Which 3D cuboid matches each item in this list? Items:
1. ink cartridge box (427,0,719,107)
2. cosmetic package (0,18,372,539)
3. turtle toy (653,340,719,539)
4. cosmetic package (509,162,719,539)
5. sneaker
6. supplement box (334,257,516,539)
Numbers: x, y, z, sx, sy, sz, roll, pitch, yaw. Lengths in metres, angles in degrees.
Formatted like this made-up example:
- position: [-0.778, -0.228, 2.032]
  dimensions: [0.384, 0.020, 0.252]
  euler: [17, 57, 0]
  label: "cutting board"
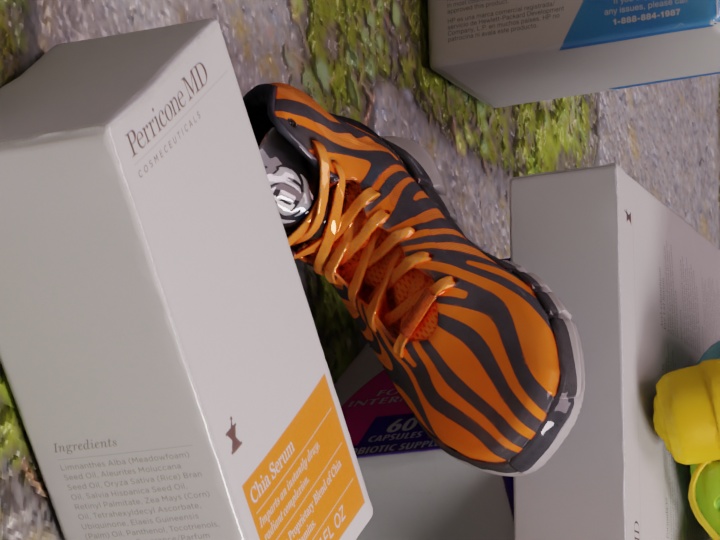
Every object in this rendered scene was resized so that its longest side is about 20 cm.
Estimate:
- position: [0.109, -0.191, 1.350]
  dimensions: [0.085, 0.144, 0.200]
  euler: [24, 62, -63]
  label: "ink cartridge box"
- position: [-0.068, 0.026, 0.985]
  dimensions: [0.101, 0.071, 0.200]
  euler: [-54, 131, -57]
  label: "cosmetic package"
- position: [0.196, 0.092, 1.127]
  dimensions: [0.101, 0.146, 0.200]
  euler: [-89, 167, -76]
  label: "turtle toy"
- position: [0.109, 0.074, 1.141]
  dimensions: [0.151, 0.052, 0.200]
  euler: [34, 53, -62]
  label: "cosmetic package"
- position: [0.000, 0.000, 1.077]
  dimensions: [0.112, 0.078, 0.200]
  euler: [24, 17, -40]
  label: "sneaker"
- position: [0.053, 0.076, 1.202]
  dimensions: [0.200, 0.101, 0.103]
  euler: [-49, 127, -60]
  label: "supplement box"
